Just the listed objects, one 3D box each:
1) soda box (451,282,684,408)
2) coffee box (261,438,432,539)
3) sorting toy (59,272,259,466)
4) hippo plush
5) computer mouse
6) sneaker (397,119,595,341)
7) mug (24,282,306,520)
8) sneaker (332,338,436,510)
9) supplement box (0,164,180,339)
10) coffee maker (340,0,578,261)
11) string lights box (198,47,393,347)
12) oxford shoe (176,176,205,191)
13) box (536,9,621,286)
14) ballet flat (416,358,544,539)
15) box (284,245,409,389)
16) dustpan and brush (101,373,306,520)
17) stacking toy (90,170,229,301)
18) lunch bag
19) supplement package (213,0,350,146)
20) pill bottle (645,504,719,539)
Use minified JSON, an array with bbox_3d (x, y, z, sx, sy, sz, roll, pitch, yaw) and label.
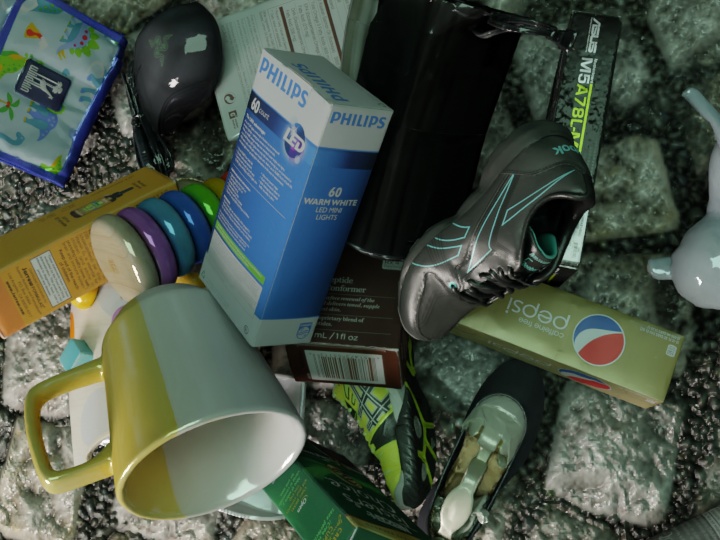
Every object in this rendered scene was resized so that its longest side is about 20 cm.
[{"bbox_3d":[0.179,0.056,0.820,0.199,0.068,0.064,20,79,8],"label":"soda box"},{"bbox_3d":[-0.017,0.200,0.770,0.123,0.200,0.044,32,89,-33],"label":"coffee box"},{"bbox_3d":[-0.199,0.105,0.843,0.199,0.107,0.181,-7,64,9],"label":"sorting toy"},{"bbox_3d":[0.341,-0.034,0.757,0.159,0.200,0.162,23,97,32],"label":"hippo plush"},{"bbox_3d":[-0.190,-0.174,0.853,0.052,0.200,0.139,-8,75,-34],"label":"computer mouse"},{"bbox_3d":[0.095,-0.013,0.665,0.200,0.075,0.079,-57,41,29],"label":"sneaker"},{"bbox_3d":[-0.152,0.092,0.718,0.150,0.186,0.154,-50,51,30],"label":"mug"},{"bbox_3d":[0.019,0.125,0.850,0.076,0.075,0.201,-18,69,16],"label":"sneaker"},{"bbox_3d":[-0.256,-0.022,0.829,0.200,0.069,0.066,-33,37,-24],"label":"supplement box"},{"bbox_3d":[0.042,-0.111,0.702,0.134,0.192,0.201,5,111,-24],"label":"coffee maker"},{"bbox_3d":[-0.056,-0.053,0.692,0.103,0.059,0.201,46,125,41],"label":"string lights box"},{"bbox_3d":[-0.118,-0.028,0.881,0.200,0.074,0.071,36,94,12],"label":"oxford shoe"},{"bbox_3d":[0.176,-0.092,0.779,0.047,0.193,0.201,10,86,11],"label":"box"},{"bbox_3d":[0.111,0.174,0.828,0.073,0.073,0.201,28,90,11],"label":"ballet flat"},{"bbox_3d":[0.000,0.000,0.817,0.099,0.075,0.201,3,54,8],"label":"box"},{"bbox_3d":[-0.159,0.165,0.878,0.199,0.057,0.141,3,86,10],"label":"dustpan and brush"},{"bbox_3d":[-0.139,-0.050,0.824,0.200,0.085,0.085,-33,78,-33],"label":"stacking toy"},{"bbox_3d":[-0.357,-0.197,0.918,0.199,0.127,0.171,23,87,-2],"label":"lunch bag"},{"bbox_3d":[-0.031,-0.192,0.860,0.199,0.117,0.118,-17,80,7],"label":"supplement package"},{"bbox_3d":[0.319,0.256,0.764,0.199,0.114,0.114,-27,81,6],"label":"pill bottle"}]
